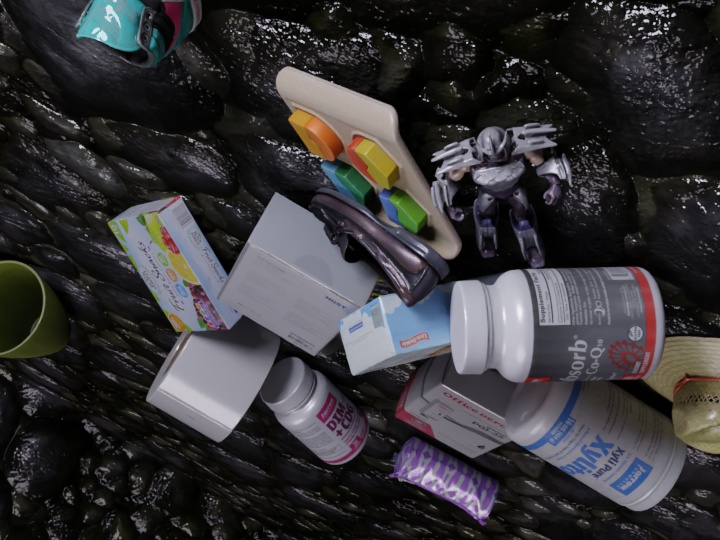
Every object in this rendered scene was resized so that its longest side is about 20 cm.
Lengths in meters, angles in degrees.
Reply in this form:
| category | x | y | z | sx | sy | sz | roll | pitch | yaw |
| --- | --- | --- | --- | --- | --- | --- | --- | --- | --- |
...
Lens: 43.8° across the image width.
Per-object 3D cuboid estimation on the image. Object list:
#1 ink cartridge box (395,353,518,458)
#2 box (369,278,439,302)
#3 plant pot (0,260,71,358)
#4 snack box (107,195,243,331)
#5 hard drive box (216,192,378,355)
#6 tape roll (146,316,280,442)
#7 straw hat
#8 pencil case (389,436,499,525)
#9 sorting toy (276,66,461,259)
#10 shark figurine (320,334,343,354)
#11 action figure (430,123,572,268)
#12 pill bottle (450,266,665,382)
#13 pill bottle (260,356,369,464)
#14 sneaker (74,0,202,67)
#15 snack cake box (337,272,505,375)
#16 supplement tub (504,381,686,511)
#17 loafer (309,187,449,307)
| category | x | y | z | sx | sy | sz | roll | pitch | yaw |
| --- | --- | --- | --- | --- | --- | --- | --- | --- | --- |
| ink cartridge box | 0.154 | 0.187 | 1.297 | 0.146 | 0.083 | 0.200 | 29 | 153 | -4 |
| box | 0.000 | 0.000 | 1.150 | 0.199 | 0.044 | 0.161 | 11 | 148 | 28 |
| plant pot | -0.672 | 0.100 | 1.809 | 0.186 | 0.188 | 0.200 | 18 | 167 | 16 |
| snack box | -0.266 | -0.005 | 1.308 | 0.142 | 0.053 | 0.201 | -5 | 120 | 47 |
| hard drive box | -0.078 | 0.012 | 1.106 | 0.155 | 0.077 | 0.200 | 31 | 153 | -7 |
| tape roll | -0.241 | 0.161 | 1.475 | 0.139 | 0.204 | 0.203 | 32 | 153 | -12 |
| straw hat | 0.403 | 0.160 | 1.025 | 0.200 | 0.085 | 0.202 | 20 | 152 | 11 |
| pencil case | 0.154 | 0.380 | 1.634 | 0.199 | 0.086 | 0.084 | 26 | 152 | -1 |
| sorting toy | 0.004 | -0.103 | 0.911 | 0.185 | 0.036 | 0.200 | 31 | 160 | 42 |
| shark figurine | -0.060 | 0.074 | 1.288 | 0.214 | 0.090 | 0.128 | 33 | 151 | -17 |
| action figure | 0.138 | -0.075 | 0.859 | 0.129 | 0.070 | 0.200 | -3 | 154 | 14 |
| pill bottle | 0.197 | 0.056 | 0.917 | 0.198 | 0.117 | 0.116 | -1 | 152 | -3 |
| pill bottle | -0.081 | 0.246 | 1.577 | 0.113 | 0.114 | 0.200 | -1 | 143 | 42 |
| sneaker | -0.212 | -0.258 | 0.800 | 0.083 | 0.121 | 0.201 | 17 | 151 | 18 |
| snack cake box | 0.089 | 0.058 | 1.021 | 0.199 | 0.068 | 0.115 | -10 | 167 | -29 |
| supplement tub | 0.298 | 0.205 | 1.148 | 0.199 | 0.133 | 0.132 | 31 | 153 | -8 |
| loafer | 0.005 | -0.028 | 0.963 | 0.199 | 0.063 | 0.072 | 32 | 169 | 38 |
